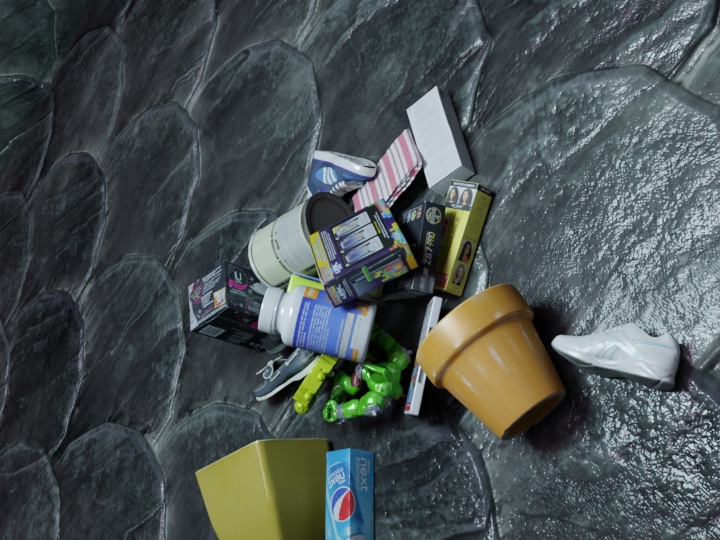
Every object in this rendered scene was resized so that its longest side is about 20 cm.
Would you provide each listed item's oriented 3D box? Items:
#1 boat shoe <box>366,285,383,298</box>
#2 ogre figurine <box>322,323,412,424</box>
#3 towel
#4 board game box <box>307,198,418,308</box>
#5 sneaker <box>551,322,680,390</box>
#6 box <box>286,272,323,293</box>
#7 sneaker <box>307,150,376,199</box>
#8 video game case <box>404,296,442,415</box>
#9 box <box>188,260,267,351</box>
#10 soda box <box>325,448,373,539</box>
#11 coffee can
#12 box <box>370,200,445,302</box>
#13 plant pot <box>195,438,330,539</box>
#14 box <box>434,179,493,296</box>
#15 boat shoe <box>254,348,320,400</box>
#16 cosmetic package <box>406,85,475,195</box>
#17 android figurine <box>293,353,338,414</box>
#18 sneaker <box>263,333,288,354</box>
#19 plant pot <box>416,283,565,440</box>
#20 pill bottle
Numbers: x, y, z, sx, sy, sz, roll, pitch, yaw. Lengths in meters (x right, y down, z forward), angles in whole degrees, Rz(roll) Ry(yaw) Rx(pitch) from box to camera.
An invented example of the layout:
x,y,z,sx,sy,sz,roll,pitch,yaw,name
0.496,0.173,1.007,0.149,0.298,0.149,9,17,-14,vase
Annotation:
x,y,z,sx,sy,sz,roll,pitch,yaw,name
-0.001,0.003,1.666,0.201,0.062,0.074,-117,42,-71,boat shoe
0.018,0.198,1.603,0.119,0.099,0.200,10,40,43,ogre figurine
0.054,-0.174,1.736,0.200,0.030,0.147,-51,27,24,towel
0.000,-0.034,1.557,0.164,0.057,0.200,-28,29,4,board game box
0.382,0.119,1.298,0.199,0.070,0.081,11,73,41,sneaker
-0.081,0.045,1.684,0.200,0.121,0.048,150,135,-84,box
-0.043,-0.166,1.822,0.199,0.080,0.148,24,109,51,sneaker
0.109,0.153,1.524,0.143,0.017,0.202,95,-172,-81,video game case
-0.251,0.079,1.854,0.132,0.199,0.116,-31,53,33,box
-0.019,0.431,1.579,0.064,0.067,0.202,-20,61,40,soda box
-0.118,-0.057,1.797,0.199,0.145,0.148,-26,57,43,coffee can
0.086,-0.030,1.612,0.200,0.049,0.163,164,116,-68,box
-0.165,0.445,1.641,0.193,0.195,0.202,-31,62,33,plant pot
0.174,-0.060,1.582,0.075,0.050,0.202,17,89,49,box
-0.161,0.207,1.786,0.062,0.075,0.200,50,132,-5,boat shoe
0.153,-0.250,1.678,0.082,0.050,0.202,-32,54,30,cosmetic package
-0.070,0.192,1.654,0.041,0.200,0.183,34,102,2,android figurine
-0.153,0.112,1.768,0.073,0.082,0.200,-43,6,-34,sneaker
0.219,0.156,1.369,0.200,0.199,0.184,-47,63,22,plant pot
-0.077,0.090,1.555,0.112,0.198,0.113,13,-90,-88,pill bottle
